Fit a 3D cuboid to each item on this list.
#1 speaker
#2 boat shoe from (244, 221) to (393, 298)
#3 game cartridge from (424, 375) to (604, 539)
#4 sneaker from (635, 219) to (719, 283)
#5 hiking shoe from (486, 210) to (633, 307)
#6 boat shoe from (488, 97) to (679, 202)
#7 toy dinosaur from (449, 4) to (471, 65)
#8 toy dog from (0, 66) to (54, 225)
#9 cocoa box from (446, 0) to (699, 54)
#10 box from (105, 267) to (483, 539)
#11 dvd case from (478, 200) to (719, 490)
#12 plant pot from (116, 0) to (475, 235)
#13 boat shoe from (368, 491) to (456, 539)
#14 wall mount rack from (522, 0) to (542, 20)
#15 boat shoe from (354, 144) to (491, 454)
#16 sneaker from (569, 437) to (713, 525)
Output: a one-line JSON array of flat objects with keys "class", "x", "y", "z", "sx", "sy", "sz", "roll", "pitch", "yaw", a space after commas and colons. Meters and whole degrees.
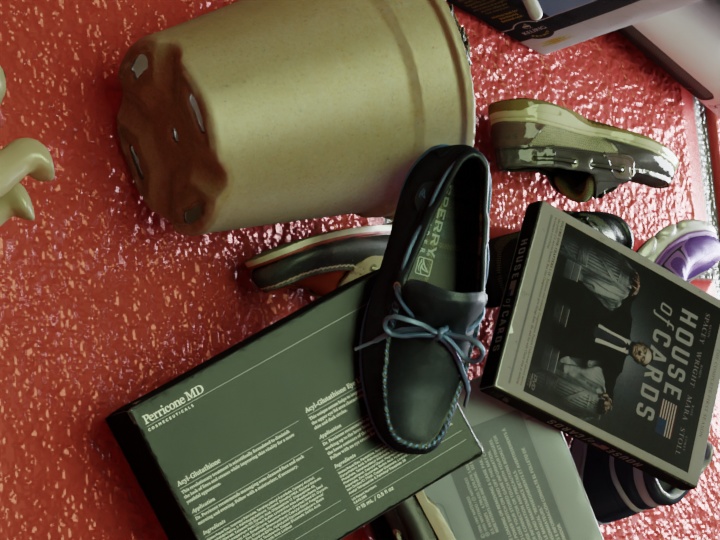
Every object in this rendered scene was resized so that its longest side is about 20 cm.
[{"class": "speaker", "x": 0.280, "y": -0.214, "z": 1.719, "sx": 0.200, "sy": 0.081, "sz": 0.082, "roll": 34, "pitch": 59, "yaw": -33}, {"class": "boat shoe", "x": 0.000, "y": 0.000, "z": 1.419, "sx": 0.200, "sy": 0.071, "sz": 0.063, "roll": -9, "pitch": 89, "yaw": -48}, {"class": "game cartridge", "x": 0.100, "y": 0.179, "z": 1.438, "sx": 0.133, "sy": 0.040, "sz": 0.201, "roll": -19, "pitch": 83, "yaw": -14}, {"class": "sneaker", "x": 0.231, "y": 0.034, "z": 1.563, "sx": 0.083, "sy": 0.081, "sz": 0.200, "roll": 42, "pitch": 51, "yaw": 11}, {"class": "hiking shoe", "x": 0.161, "y": -0.004, "z": 1.539, "sx": 0.199, "sy": 0.100, "sz": 0.076, "roll": -15, "pitch": 102, "yaw": -42}, {"class": "boat shoe", "x": 0.179, "y": -0.088, "z": 1.608, "sx": 0.200, "sy": 0.072, "sz": 0.066, "roll": 15, "pitch": 80, "yaw": -40}, {"class": "toy dinosaur", "x": 0.052, "y": -0.128, "z": 1.471, "sx": 0.136, "sy": 0.102, "sz": 0.200, "roll": 52, "pitch": 15, "yaw": -45}, {"class": "toy dog", "x": -0.275, "y": -0.058, "z": 1.148, "sx": 0.193, "sy": 0.140, "sz": 0.201, "roll": 14, "pitch": 68, "yaw": -1}, {"class": "cocoa box", "x": 0.177, "y": -0.274, "z": 1.554, "sx": 0.131, "sy": 0.200, "sz": 0.134, "roll": 22, "pitch": 66, "yaw": -37}, {"class": "box", "x": -0.043, "y": 0.107, "z": 1.289, "sx": 0.199, "sy": 0.079, "sz": 0.142, "roll": -28, "pitch": 95, "yaw": -21}, {"class": "dvd case", "x": 0.187, "y": 0.057, "z": 1.463, "sx": 0.199, "sy": 0.025, "sz": 0.151, "roll": 27, "pitch": 67, "yaw": -26}, {"class": "plant pot", "x": -0.056, "y": -0.109, "z": 1.325, "sx": 0.183, "sy": 0.200, "sz": 0.201, "roll": -17, "pitch": 92, "yaw": -32}, {"class": "boat shoe", "x": 0.004, "y": 0.144, "z": 1.384, "sx": 0.063, "sy": 0.073, "sz": 0.201, "roll": -30, "pitch": 86, "yaw": -5}, {"class": "wall mount rack", "x": 0.042, "y": -0.245, "z": 1.447, "sx": 0.173, "sy": 0.200, "sz": 0.075, "roll": 11, "pitch": 97, "yaw": -38}, {"class": "boat shoe", "x": 0.041, "y": 0.016, "z": 1.253, "sx": 0.084, "sy": 0.069, "sz": 0.201, "roll": 5, "pitch": 85, "yaw": -19}, {"class": "sneaker", "x": 0.225, "y": 0.103, "z": 1.572, "sx": 0.070, "sy": 0.108, "sz": 0.201, "roll": 26, "pitch": 62, "yaw": -34}]
